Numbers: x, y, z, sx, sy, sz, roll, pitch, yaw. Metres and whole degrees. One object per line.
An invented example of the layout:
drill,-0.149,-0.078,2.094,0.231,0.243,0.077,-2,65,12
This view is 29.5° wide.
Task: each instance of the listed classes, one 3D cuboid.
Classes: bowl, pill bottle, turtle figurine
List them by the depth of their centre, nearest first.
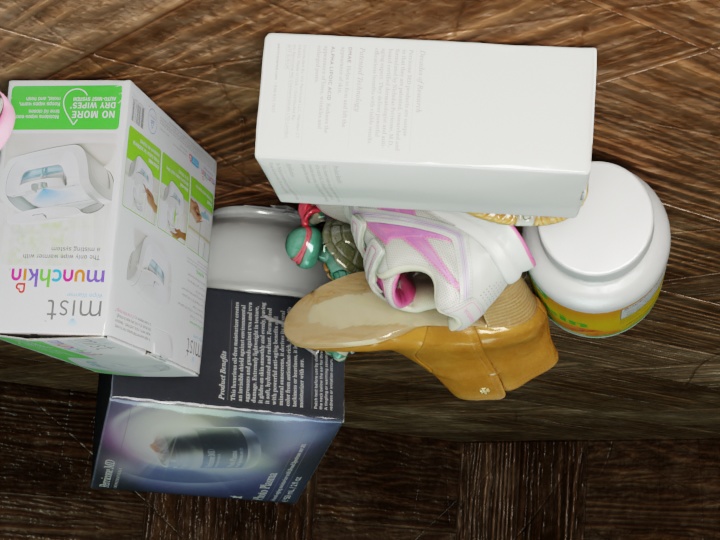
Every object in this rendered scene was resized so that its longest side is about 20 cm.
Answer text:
pill bottle,0.180,-0.017,1.049,0.110,0.112,0.200,2,169,10
turtle figurine,0.000,0.000,1.138,0.198,0.151,0.101,14,154,-21
bowl,-0.096,-0.005,1.272,0.199,0.091,0.201,5,170,1

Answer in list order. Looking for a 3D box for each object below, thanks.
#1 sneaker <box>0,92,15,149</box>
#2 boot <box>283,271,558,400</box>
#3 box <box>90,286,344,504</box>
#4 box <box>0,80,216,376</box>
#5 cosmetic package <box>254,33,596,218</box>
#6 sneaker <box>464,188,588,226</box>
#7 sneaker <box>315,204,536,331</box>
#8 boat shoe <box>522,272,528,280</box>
sneaker,-0.318,-0.124,0.848,0.198,0.080,0.096,4,147,-2
boot,0.052,0.062,1.091,0.199,0.071,0.144,-13,140,12
box,-0.131,0.113,1.206,0.196,0.124,0.200,7,148,-12
box,-0.179,-0.022,0.992,0.096,0.178,0.200,2,170,12
cosmetic package,0.042,-0.086,0.837,0.198,0.082,0.113,2,169,4
sneaker,0.058,-0.076,0.948,0.198,0.076,0.088,9,-177,0
sneaker,0.029,-0.022,1.015,0.199,0.088,0.081,27,163,40
boat shoe,0.098,-0.008,1.254,0.071,0.077,0.200,6,179,-28
